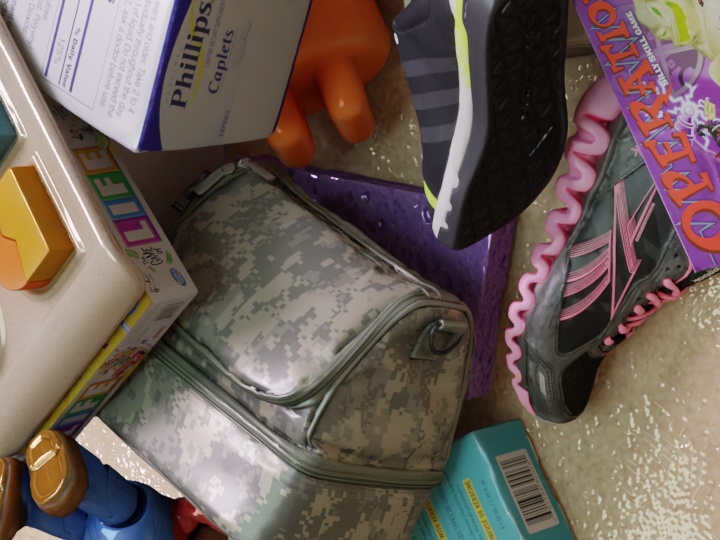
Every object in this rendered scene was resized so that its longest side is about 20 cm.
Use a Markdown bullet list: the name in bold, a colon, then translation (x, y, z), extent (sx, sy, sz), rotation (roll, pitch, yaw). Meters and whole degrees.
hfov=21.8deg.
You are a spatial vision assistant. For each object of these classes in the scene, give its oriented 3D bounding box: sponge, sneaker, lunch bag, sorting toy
- **sponge**: translation (0.000, 0.000, 1.117), extent (0.199, 0.030, 0.112), rotation (14, 103, 37)
- **sneaker**: translation (0.056, -0.101, 0.925), extent (0.083, 0.071, 0.201), rotation (45, 147, 32)
- **lunch bag**: translation (-0.039, 0.047, 1.043), extent (0.200, 0.139, 0.168), rotation (36, 104, 42)
- **sneaker**: translation (0.141, -0.003, 0.981), extent (0.095, 0.079, 0.201), rotation (23, 111, 23)
- **sorting toy**: translation (-0.211, -0.021, 1.013), extent (0.185, 0.036, 0.200), rotation (-48, 67, 39)

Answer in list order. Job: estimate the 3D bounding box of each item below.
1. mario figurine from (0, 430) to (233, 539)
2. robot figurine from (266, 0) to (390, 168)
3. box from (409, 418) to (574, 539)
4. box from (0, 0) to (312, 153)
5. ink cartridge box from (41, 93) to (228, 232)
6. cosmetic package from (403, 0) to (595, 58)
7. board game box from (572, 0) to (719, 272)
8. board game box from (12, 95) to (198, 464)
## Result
- **mario figurine**: translation (-0.117, 0.165, 1.062), extent (0.123, 0.200, 0.106), rotation (11, 77, 49)
- **robot figurine**: translation (-0.053, -0.163, 1.089), extent (0.144, 0.116, 0.201), rotation (-34, 73, 39)
- **box**: translation (0.026, 0.166, 1.100), extent (0.200, 0.049, 0.083), rotation (-35, 73, 36)
- **box**: translation (-0.121, -0.187, 0.998), extent (0.200, 0.105, 0.185), rotation (33, 116, 35)
- **ink cartridge box**: translation (-0.196, -0.064, 1.177), extent (0.199, 0.145, 0.146), rotation (-1, 94, 49)
- **cosmetic package**: translation (0.128, -0.157, 0.949), extent (0.199, 0.103, 0.088), rotation (-5, 92, 38)
- **board game box**: translation (0.166, -0.104, 0.851), extent (0.120, 0.032, 0.201), rotation (-16, 105, 46)
- **board game box**: translation (-0.180, 0.017, 1.042), extent (0.200, 0.034, 0.135), rotation (-48, 66, 39)
